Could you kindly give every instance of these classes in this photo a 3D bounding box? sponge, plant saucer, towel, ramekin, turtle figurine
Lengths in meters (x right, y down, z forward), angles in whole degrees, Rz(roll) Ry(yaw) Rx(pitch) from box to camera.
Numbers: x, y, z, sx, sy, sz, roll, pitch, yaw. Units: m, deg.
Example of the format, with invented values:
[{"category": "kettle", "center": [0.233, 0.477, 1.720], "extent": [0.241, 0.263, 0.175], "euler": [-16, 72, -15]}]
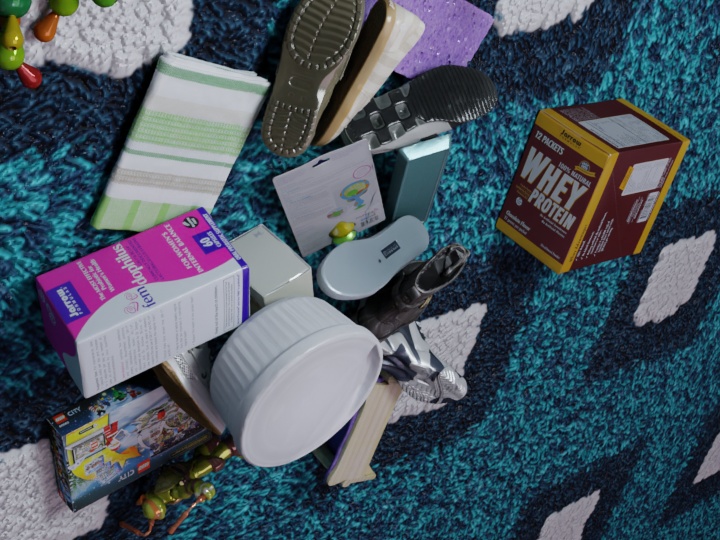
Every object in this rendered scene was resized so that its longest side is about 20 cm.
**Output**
[{"category": "sponge", "center": [0.070, -0.279, 1.437], "extent": [0.200, 0.030, 0.112], "euler": [13, 113, -54]}, {"category": "plant saucer", "center": [0.068, -0.102, 1.541], "extent": [0.070, 0.019, 0.200], "euler": [-18, 158, -15]}, {"category": "towel", "center": [-0.190, -0.128, 1.293], "extent": [0.149, 0.031, 0.200], "euler": [6, 120, -48]}, {"category": "ramekin", "center": [-0.079, 0.118, 1.395], "extent": [0.202, 0.094, 0.203], "euler": [-31, 147, -23]}, {"category": "turtle figurine", "center": [-0.227, 0.265, 1.560], "extent": [0.161, 0.064, 0.200], "euler": [-40, -173, -39]}]

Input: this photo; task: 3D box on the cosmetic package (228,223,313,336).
[{"category": "cosmetic package", "center": [-0.108, 0.056, 1.487], "extent": [0.073, 0.103, 0.200], "euler": [-31, 141, -24]}]

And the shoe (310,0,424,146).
[{"category": "shoe", "center": [0.002, -0.207, 1.354], "extent": [0.053, 0.070, 0.200], "euler": [11, 135, -31]}]

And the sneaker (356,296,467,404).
[{"category": "sneaker", "center": [0.068, 0.092, 1.690], "extent": [0.199, 0.130, 0.079], "euler": [25, 140, -22]}]

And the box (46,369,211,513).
[{"category": "box", "center": [-0.272, 0.190, 1.484], "extent": [0.200, 0.038, 0.137], "euler": [-26, 139, -31]}]

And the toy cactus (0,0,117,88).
[{"category": "toy cactus", "center": [-0.265, -0.260, 1.034], "extent": [0.200, 0.102, 0.165], "euler": [-47, 137, 10]}]

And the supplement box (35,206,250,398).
[{"category": "supplement box", "center": [-0.227, 0.032, 1.307], "extent": [0.200, 0.101, 0.104], "euler": [-27, 148, -24]}]

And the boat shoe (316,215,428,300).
[{"category": "boat shoe", "center": [0.000, 0.000, 1.537], "extent": [0.200, 0.071, 0.091], "euler": [-28, 175, -46]}]

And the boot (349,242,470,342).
[{"category": "boot", "center": [0.081, 0.016, 1.571], "extent": [0.174, 0.069, 0.200], "euler": [-41, -178, 44]}]

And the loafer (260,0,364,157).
[{"category": "loafer", "center": [-0.055, -0.219, 1.320], "extent": [0.067, 0.076, 0.201], "euler": [-117, -129, -82]}]

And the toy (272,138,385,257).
[{"category": "toy", "center": [-0.039, -0.095, 1.461], "extent": [0.115, 0.047, 0.200], "euler": [-24, 151, -4]}]

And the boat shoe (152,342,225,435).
[{"category": "boat shoe", "center": [-0.199, 0.104, 1.420], "extent": [0.069, 0.071, 0.200], "euler": [-46, 125, -25]}]

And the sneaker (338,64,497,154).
[{"category": "sneaker", "center": [0.063, -0.186, 1.469], "extent": [0.199, 0.074, 0.089], "euler": [-17, 173, -15]}]

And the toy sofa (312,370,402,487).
[{"category": "toy sofa", "center": [-0.005, 0.206, 1.763], "extent": [0.097, 0.083, 0.201], "euler": [-3, 125, -42]}]

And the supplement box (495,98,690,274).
[{"category": "supplement box", "center": [0.334, -0.124, 1.790], "extent": [0.200, 0.133, 0.198], "euler": [-12, 131, -42]}]
